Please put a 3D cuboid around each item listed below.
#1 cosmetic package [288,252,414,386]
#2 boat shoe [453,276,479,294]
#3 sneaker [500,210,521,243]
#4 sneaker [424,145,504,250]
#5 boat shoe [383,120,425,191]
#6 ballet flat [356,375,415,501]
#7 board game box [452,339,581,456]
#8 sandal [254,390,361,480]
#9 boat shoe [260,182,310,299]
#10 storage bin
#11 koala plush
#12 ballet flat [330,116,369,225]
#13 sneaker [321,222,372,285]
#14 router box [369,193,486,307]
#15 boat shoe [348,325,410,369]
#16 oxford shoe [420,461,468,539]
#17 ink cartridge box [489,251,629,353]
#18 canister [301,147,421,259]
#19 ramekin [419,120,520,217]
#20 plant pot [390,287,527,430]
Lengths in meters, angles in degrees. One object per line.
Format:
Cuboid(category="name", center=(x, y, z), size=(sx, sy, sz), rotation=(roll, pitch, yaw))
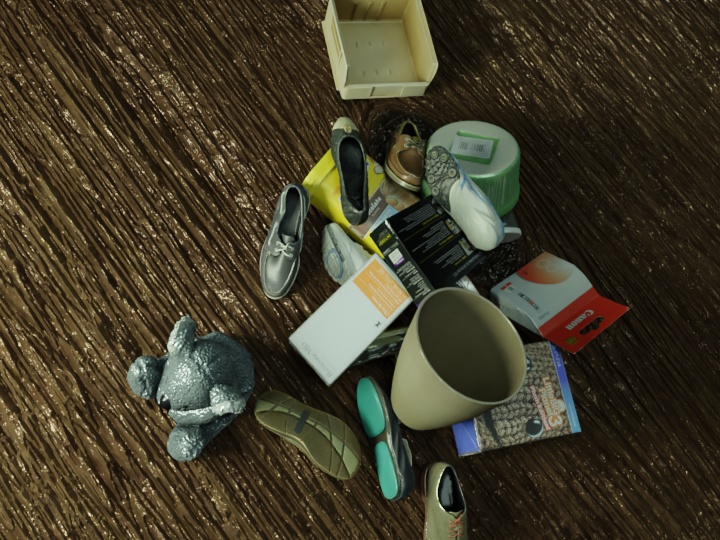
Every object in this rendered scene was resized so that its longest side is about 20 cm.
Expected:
Cuboid(category="cosmetic package", center=(-0.014, 0.080, 0.996), size=(0.101, 0.071, 0.200), rotation=(45, 78, 5))
Cuboid(category="boat shoe", center=(0.139, 0.022, 1.129), size=(0.092, 0.075, 0.201), rotation=(-39, 85, -7))
Cuboid(category="sneaker", center=(0.217, -0.110, 1.193), size=(0.195, 0.071, 0.102), rotation=(0, 67, -20))
Cuboid(category="sneaker", center=(0.179, -0.126, 1.056), size=(0.202, 0.071, 0.072), rotation=(56, 34, -1))
Cuboid(category="boat shoe", center=(0.085, -0.221, 1.135), size=(0.070, 0.069, 0.202), rotation=(19, 31, -20))
Cuboid(category="ballet flat", center=(0.046, 0.274, 1.014), size=(0.071, 0.073, 0.205), rotation=(-9, 68, -18))
Cuboid(category="board game box", center=(0.258, 0.222, 1.068), size=(0.195, 0.097, 0.164), rotation=(-6, 73, -17))
Cuboid(category="sandal", center=(-0.084, 0.264, 0.987), size=(0.197, 0.054, 0.081), rotation=(28, 60, 12))
Cuboid(category="boat shoe", center=(-0.133, -0.052, 1.048), size=(0.071, 0.063, 0.206), rotation=(14, 88, 1))
Cuboid(category="storage bin", center=(0.036, -0.463, 1.251), size=(0.195, 0.094, 0.204), rotation=(-7, 73, -18))
Cuboid(category="koala plush", center=(-0.234, 0.156, 0.898), size=(0.182, 0.200, 0.179), rotation=(-33, 81, -23))
Cuboid(category="ballet flat", center=(-0.011, -0.177, 1.062), size=(0.065, 0.057, 0.206), rotation=(-4, 74, -20))
Cuboid(category="sneaker", center=(0.000, 0.000, 1.098), size=(0.086, 0.074, 0.203), rotation=(-33, 90, -32))
Cuboid(category="router box", center=(0.119, -0.041, 1.031), size=(0.151, 0.051, 0.199), rotation=(55, 40, 3))
Cuboid(category="boat shoe", center=(0.062, 0.134, 1.064), size=(0.195, 0.072, 0.068), rotation=(-5, 78, -11))
Cuboid(category="oxford shoe", center=(0.140, 0.412, 0.980), size=(0.069, 0.075, 0.205), rotation=(-7, 73, -18))
Cuboid(category="ink cartridge box", center=(0.360, 0.052, 1.119), size=(0.160, 0.199, 0.051), rotation=(-30, 124, -22))
Cuboid(category="canister", center=(0.004, -0.133, 1.130), size=(0.199, 0.087, 0.150), rotation=(39, 65, -1))
Cuboid(category="ramekin", center=(0.208, -0.194, 1.156), size=(0.194, 0.099, 0.203), rotation=(-2, 46, 2))
Cuboid(category="plant pot", center=(0.126, 0.164, 0.948), size=(0.183, 0.201, 0.191), rotation=(14, 48, -16))
